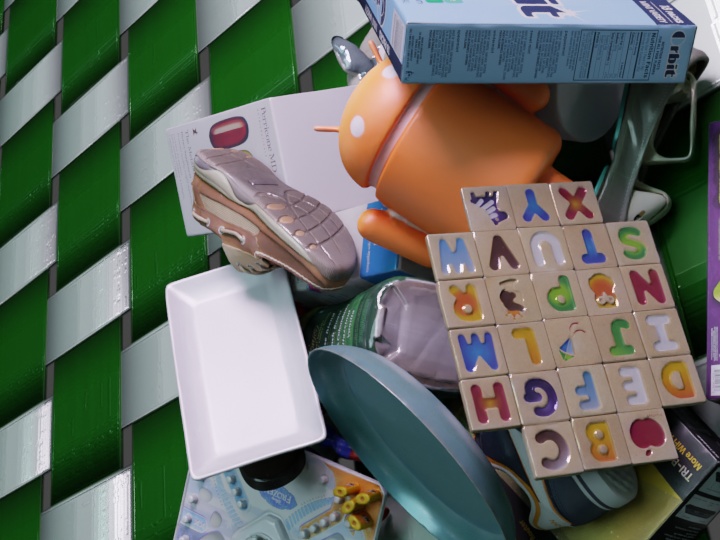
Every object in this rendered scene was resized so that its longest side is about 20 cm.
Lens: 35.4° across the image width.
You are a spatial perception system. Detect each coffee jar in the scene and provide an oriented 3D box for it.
[{"bbox_3d":[0.013,0.065,0.909,0.200,0.104,0.086,-23,54,62],"label":"coffee jar"}]

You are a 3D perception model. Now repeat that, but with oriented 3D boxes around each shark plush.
[{"bbox_3d":[0.035,-0.159,1.047,0.083,0.091,0.201,-20,49,5],"label":"shark plush"}]

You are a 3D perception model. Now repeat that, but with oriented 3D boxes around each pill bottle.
[{"bbox_3d":[0.114,-0.159,0.924,0.199,0.111,0.112,20,88,49],"label":"pill bottle"}]

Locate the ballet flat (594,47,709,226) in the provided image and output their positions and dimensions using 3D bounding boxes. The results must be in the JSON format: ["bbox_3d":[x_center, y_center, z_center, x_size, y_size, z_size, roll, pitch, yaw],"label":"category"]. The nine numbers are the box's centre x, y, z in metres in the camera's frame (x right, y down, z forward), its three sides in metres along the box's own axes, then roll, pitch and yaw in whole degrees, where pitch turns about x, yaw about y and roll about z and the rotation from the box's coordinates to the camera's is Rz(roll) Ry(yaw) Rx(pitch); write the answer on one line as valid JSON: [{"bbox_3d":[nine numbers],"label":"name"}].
[{"bbox_3d":[0.206,-0.074,0.830,0.063,0.067,0.201,18,90,18],"label":"ballet flat"}]

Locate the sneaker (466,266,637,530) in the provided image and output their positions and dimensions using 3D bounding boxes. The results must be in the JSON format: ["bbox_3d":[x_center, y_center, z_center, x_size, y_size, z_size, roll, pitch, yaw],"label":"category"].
[{"bbox_3d":[0.102,0.078,0.757,0.079,0.078,0.201,-38,65,32],"label":"sneaker"}]

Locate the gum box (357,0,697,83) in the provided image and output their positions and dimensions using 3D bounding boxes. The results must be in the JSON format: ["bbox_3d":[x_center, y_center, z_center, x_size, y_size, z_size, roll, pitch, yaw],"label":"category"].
[{"bbox_3d":[0.109,-0.185,0.801,0.170,0.198,0.045,-108,20,-57],"label":"gum box"}]

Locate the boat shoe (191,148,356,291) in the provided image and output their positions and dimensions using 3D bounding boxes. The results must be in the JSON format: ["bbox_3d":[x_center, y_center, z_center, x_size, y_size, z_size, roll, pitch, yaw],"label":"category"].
[{"bbox_3d":[-0.075,-0.032,0.929,0.200,0.075,0.072,40,119,42],"label":"boat shoe"}]

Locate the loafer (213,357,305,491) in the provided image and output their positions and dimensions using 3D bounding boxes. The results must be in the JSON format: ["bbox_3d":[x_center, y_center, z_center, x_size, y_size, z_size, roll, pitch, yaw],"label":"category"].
[{"bbox_3d":[-0.099,0.090,0.955,0.073,0.072,0.200,-24,46,-11],"label":"loafer"}]

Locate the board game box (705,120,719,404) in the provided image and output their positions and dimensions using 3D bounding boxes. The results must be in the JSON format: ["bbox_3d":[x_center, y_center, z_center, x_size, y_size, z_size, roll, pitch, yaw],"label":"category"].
[{"bbox_3d":[0.287,-0.015,0.741,0.120,0.032,0.201,-13,66,48],"label":"board game box"}]

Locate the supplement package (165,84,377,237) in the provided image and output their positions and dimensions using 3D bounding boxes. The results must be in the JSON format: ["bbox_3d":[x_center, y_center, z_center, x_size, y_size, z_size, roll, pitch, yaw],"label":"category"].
[{"bbox_3d":[-0.083,-0.101,1.067,0.199,0.109,0.115,-5,98,54],"label":"supplement package"}]

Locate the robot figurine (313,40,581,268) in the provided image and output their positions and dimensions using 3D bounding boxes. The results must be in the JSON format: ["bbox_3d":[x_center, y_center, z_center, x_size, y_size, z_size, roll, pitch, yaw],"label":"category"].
[{"bbox_3d":[0.067,-0.083,0.832,0.117,0.199,0.144,-50,-9,-44],"label":"robot figurine"}]

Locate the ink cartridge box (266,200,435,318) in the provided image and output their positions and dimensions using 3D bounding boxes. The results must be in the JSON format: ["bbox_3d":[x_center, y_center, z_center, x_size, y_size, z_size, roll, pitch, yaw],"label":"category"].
[{"bbox_3d":[0.000,0.000,0.974,0.199,0.116,0.068,-11,66,43],"label":"ink cartridge box"}]

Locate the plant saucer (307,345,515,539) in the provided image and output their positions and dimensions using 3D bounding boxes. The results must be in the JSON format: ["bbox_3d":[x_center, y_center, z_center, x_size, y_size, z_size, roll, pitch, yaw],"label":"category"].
[{"bbox_3d":[0.039,0.125,0.786,0.027,0.201,0.200,-39,37,-18],"label":"plant saucer"}]

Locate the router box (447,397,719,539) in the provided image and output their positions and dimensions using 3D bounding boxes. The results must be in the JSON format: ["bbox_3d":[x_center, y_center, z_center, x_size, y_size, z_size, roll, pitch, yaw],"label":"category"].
[{"bbox_3d":[0.153,0.129,0.804,0.158,0.052,0.200,-54,43,16],"label":"router box"}]

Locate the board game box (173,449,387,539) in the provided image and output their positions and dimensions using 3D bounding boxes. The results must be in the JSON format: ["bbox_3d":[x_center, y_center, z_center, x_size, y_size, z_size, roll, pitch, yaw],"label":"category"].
[{"bbox_3d":[-0.086,0.245,0.960,0.199,0.026,0.201,17,98,30],"label":"board game box"}]

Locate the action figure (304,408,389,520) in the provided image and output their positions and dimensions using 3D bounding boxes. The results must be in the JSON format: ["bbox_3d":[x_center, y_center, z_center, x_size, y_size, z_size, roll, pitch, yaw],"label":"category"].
[{"bbox_3d":[-0.042,0.152,1.006,0.199,0.099,0.066,26,90,27],"label":"action figure"}]

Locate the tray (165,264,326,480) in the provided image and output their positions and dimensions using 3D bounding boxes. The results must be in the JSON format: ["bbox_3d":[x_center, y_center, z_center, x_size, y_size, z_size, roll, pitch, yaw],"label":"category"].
[{"bbox_3d":[-0.094,0.074,0.903,0.107,0.022,0.201,-18,49,1],"label":"tray"}]

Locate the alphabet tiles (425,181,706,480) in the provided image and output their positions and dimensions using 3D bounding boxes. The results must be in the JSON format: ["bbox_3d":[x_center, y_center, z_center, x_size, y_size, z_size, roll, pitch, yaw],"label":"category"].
[{"bbox_3d":[0.132,0.032,0.728,0.006,0.165,0.201,121,142,-59],"label":"alphabet tiles"}]
